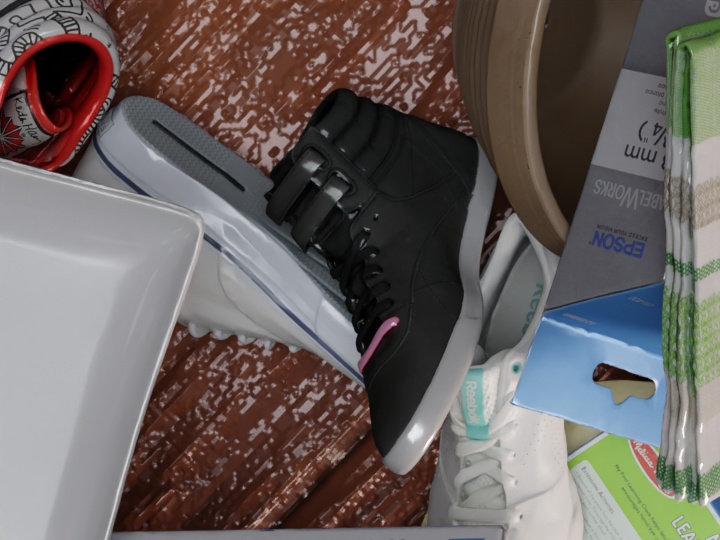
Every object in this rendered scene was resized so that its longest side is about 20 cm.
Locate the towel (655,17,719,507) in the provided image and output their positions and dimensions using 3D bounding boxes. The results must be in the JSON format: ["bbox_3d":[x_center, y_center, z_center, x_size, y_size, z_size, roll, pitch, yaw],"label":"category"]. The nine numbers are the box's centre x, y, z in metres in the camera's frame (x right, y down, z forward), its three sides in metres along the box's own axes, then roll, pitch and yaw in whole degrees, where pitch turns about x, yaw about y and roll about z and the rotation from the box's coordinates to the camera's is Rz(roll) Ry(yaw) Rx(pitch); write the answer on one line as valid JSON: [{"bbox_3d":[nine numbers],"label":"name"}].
[{"bbox_3d":[0.173,-0.016,1.170,0.031,0.149,0.200,16,117,42],"label":"towel"}]

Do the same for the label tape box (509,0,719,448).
[{"bbox_3d":[0.159,-0.018,1.217,0.063,0.144,0.200,17,89,43],"label":"label tape box"}]

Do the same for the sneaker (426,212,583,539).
[{"bbox_3d":[0.060,0.069,1.265,0.075,0.088,0.200,5,80,22],"label":"sneaker"}]

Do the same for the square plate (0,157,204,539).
[{"bbox_3d":[-0.182,0.047,1.172,0.198,0.028,0.200,16,87,9],"label":"square plate"}]

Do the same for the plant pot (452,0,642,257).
[{"bbox_3d":[0.107,-0.104,1.249,0.093,0.201,0.201,18,95,43],"label":"plant pot"}]

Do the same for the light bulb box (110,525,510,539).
[{"bbox_3d":[-0.016,0.205,1.208,0.200,0.198,0.125,-2,59,16],"label":"light bulb box"}]

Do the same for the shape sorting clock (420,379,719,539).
[{"bbox_3d":[0.122,0.150,1.309,0.200,0.039,0.200,0,88,12],"label":"shape sorting clock"}]

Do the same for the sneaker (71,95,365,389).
[{"bbox_3d":[-0.048,0.003,1.305,0.200,0.073,0.071,40,119,0],"label":"sneaker"}]

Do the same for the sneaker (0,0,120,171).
[{"bbox_3d":[-0.195,-0.061,1.275,0.201,0.108,0.067,-39,125,3],"label":"sneaker"}]

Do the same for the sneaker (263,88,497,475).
[{"bbox_3d":[0.000,0.000,1.235,0.099,0.200,0.071,24,133,-14],"label":"sneaker"}]
